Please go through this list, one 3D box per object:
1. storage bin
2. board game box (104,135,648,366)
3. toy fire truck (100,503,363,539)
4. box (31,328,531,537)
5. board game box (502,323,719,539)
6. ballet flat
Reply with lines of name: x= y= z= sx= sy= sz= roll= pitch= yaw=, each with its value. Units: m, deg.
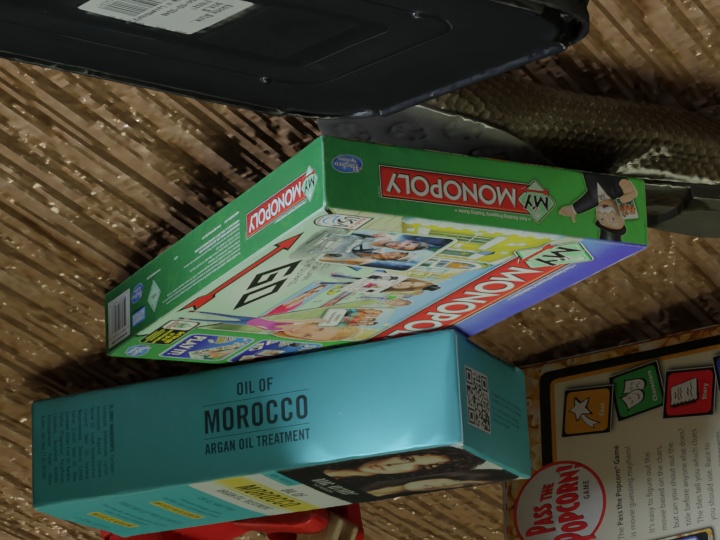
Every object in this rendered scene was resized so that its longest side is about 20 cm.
storage bin: x=-0.047 y=-0.112 z=0.645 sx=0.199 sy=0.094 sz=0.135 roll=9 pitch=167 yaw=-33
board game box: x=0.000 y=0.000 z=0.919 sx=0.134 sy=0.029 sz=0.200 roll=7 pitch=161 yaw=-26
toy fire truck: x=-0.026 y=0.133 z=1.075 sx=0.199 sy=0.142 sz=0.049 roll=-26 pitch=148 yaw=24
box: x=-0.034 y=0.072 z=1.013 sx=0.199 sy=0.049 sz=0.082 roll=-10 pitch=162 yaw=23
board game box: x=0.160 y=0.099 z=1.041 sx=0.199 sy=0.152 sz=0.046 roll=-13 pitch=148 yaw=22
ballet flat: x=0.075 y=-0.052 z=0.893 sx=0.199 sy=0.047 sz=0.067 roll=10 pitch=161 yaw=-24
